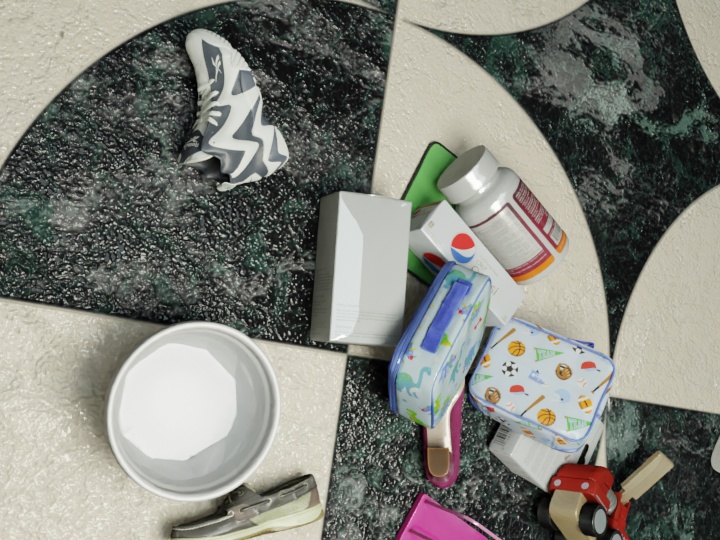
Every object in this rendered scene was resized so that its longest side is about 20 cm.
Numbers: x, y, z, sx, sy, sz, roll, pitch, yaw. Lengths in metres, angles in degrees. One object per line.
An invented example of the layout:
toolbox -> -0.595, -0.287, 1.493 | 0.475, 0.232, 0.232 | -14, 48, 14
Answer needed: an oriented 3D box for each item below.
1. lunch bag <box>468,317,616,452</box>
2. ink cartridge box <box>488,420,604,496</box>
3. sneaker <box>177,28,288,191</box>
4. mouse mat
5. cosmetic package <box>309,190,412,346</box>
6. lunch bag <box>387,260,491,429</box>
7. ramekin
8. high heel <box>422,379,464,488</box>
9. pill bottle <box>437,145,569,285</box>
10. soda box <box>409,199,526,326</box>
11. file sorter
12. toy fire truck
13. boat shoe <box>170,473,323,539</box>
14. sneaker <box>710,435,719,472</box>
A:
lunch bag -> 0.268, 0.162, 1.109 | 0.199, 0.076, 0.161 | 23, 68, 19
ink cartridge box -> 0.299, 0.262, 1.201 | 0.200, 0.057, 0.163 | 48, 66, -39
sneaker -> -0.189, -0.190, 0.946 | 0.129, 0.079, 0.200 | -40, 115, -32
mouse mat -> 0.126, -0.073, 1.143 | 0.160, 0.008, 0.201 | 35, 71, -21
cosmetic package -> 0.000, 0.000, 1.030 | 0.112, 0.081, 0.202 | 8, 82, -23
lunch bag -> 0.108, 0.097, 1.025 | 0.082, 0.161, 0.201 | 22, 61, 18
ramekin -> -0.203, 0.160, 0.896 | 0.198, 0.105, 0.202 | 1, 87, -26
high heel -> 0.119, 0.213, 1.111 | 0.067, 0.096, 0.202 | 5, 66, 12
pill bottle -> 0.210, -0.082, 1.122 | 0.200, 0.109, 0.110 | 46, 69, -18
soda box -> 0.149, -0.008, 1.108 | 0.200, 0.068, 0.064 | 46, 67, -17
file sorter -> 0.114, 0.440, 1.038 | 0.139, 0.125, 0.201 | 39, 71, -20
toy fire truck -> 0.393, 0.355, 1.190 | 0.176, 0.128, 0.201 | 53, 51, -26
boat shoe -> -0.143, 0.300, 0.951 | 0.199, 0.072, 0.067 | -4, 78, -28
sneaker -> 0.730, 0.302, 1.397 | 0.115, 0.074, 0.201 | 34, 82, -23
